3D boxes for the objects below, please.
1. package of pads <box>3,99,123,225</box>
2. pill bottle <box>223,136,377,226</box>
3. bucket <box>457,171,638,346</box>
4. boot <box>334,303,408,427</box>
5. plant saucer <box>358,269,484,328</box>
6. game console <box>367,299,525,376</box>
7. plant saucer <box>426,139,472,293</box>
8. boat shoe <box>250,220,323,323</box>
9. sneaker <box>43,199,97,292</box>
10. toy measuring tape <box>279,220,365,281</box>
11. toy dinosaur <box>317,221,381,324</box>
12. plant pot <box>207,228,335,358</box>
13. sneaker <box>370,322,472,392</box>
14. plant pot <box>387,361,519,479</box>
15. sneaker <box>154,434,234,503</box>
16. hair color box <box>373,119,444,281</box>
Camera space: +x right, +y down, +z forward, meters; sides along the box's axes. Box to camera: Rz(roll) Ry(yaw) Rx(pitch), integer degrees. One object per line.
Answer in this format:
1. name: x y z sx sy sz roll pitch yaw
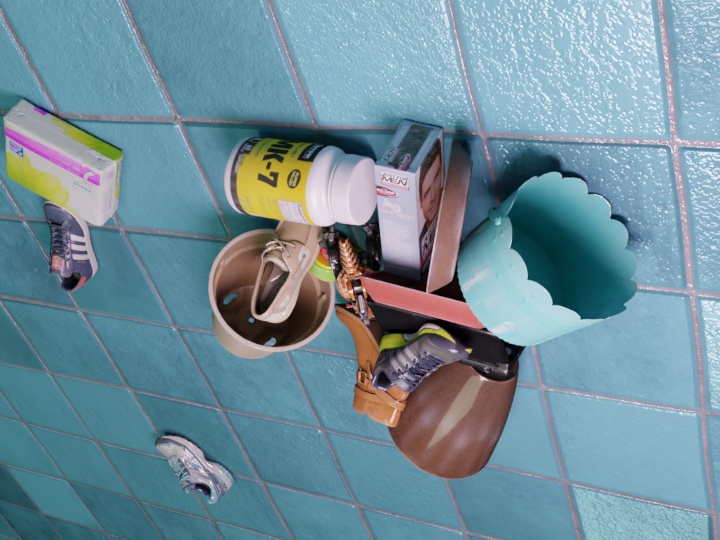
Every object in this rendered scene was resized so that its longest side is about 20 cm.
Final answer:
1. package of pads: -0.498 -0.175 1.784 0.200 0.068 0.155 28 143 5
2. pill bottle: -0.082 -0.124 1.509 0.200 0.114 0.114 10 138 26
3. bucket: 0.232 -0.009 1.352 0.207 0.207 0.135 40 142 -11
4. boot: 0.010 0.145 1.692 0.200 0.074 0.155 32 114 48
5. plant saucer: 0.121 0.038 1.499 0.200 0.200 0.037 15 100 22
6. game console: 0.134 0.068 1.546 0.200 0.176 0.116 15 125 22
7. plant saucer: 0.116 -0.067 1.372 0.034 0.200 0.200 10 140 5
8. boat shoe: -0.113 -0.019 1.595 0.072 0.200 0.065 20 -179 22
9. sneaker: -0.543 -0.040 1.955 0.075 0.085 0.200 13 139 23
10. toy measuring tape: -0.081 -0.036 1.646 0.200 0.074 0.074 28 143 5
11. toy dinosaur: 0.000 0.000 1.537 0.102 0.136 0.200 -1 154 -13
12. plant pot: -0.162 0.059 1.730 0.200 0.201 0.183 34 154 -3
13. sneaker: 0.083 0.129 1.487 0.074 0.081 0.200 33 154 -18
14. plant pot: 0.161 0.192 1.662 0.187 0.187 0.200 30 133 3
15. sneaker: -0.382 0.446 2.393 0.200 0.086 0.078 35 142 -5
16. hair color box: 0.071 -0.092 1.448 0.061 0.099 0.200 15 140 20
